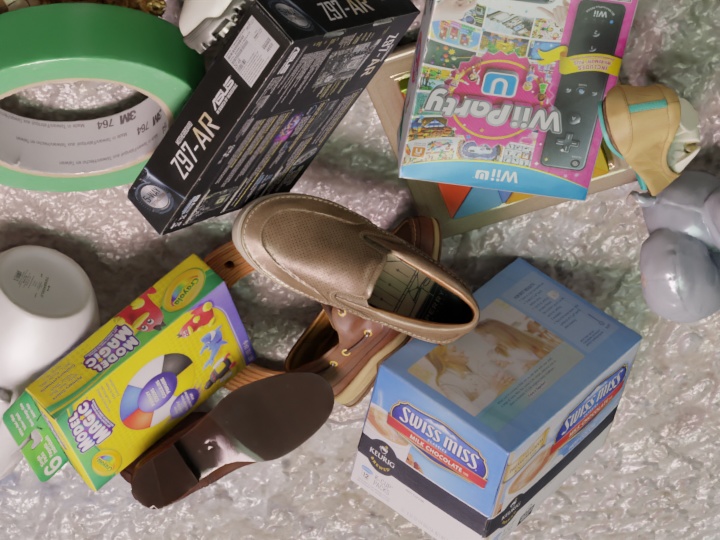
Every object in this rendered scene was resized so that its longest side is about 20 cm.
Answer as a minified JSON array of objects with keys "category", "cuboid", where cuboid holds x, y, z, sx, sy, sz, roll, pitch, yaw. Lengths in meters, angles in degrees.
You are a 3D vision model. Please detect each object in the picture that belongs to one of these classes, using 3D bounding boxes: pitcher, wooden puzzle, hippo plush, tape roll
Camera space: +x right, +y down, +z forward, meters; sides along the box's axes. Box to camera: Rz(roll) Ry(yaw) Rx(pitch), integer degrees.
[{"category":"pitcher","cuboid":[-0.285,0.093,1.772,0.121,0.172,0.200,19,130,-12]},{"category":"wooden puzzle","cuboid":[0.114,-0.111,1.705,0.184,0.037,0.200,-17,131,11]},{"category":"hippo plush","cuboid":[0.279,-0.037,1.699,0.160,0.201,0.159,-1,167,33]},{"category":"tape roll","cuboid":[-0.211,-0.123,1.616,0.200,0.048,0.201,-5,156,-2]}]

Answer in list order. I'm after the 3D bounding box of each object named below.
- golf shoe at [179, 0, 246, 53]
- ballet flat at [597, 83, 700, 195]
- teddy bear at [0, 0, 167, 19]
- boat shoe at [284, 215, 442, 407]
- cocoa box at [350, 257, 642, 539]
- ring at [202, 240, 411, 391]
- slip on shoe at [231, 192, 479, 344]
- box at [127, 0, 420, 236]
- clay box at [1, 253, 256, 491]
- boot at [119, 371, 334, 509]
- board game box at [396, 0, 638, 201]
[{"category":"golf shoe","cuboid":[-0.090,-0.249,1.512,0.088,0.077,0.201,23,94,-12]},{"category":"ballet flat","cuboid":[0.220,-0.096,1.620,0.063,0.069,0.200,-14,173,13]},{"category":"teddy bear","cuboid":[-0.192,-0.227,1.558,0.199,0.067,0.145,-15,129,9]},{"category":"boat shoe","cuboid":[0.002,0.032,1.778,0.067,0.072,0.200,16,131,-21]},{"category":"cocoa box","cuboid":[0.109,0.108,1.774,0.133,0.200,0.132,34,134,21]},{"category":"ring","cuboid":[-0.053,0.035,1.839,0.200,0.019,0.201,-2,133,-2]},{"category":"slip on shoe","cuboid":[0.000,0.000,1.674,0.200,0.061,0.076,29,86,-15]},{"category":"box","cuboid":[-0.063,-0.121,1.613,0.160,0.044,0.200,-22,156,-51]},{"category":"clay box","cuboid":[-0.181,0.090,1.754,0.200,0.048,0.115,-41,146,-15]},{"category":"boot","cuboid":[-0.116,0.133,1.847,0.186,0.200,0.064,-25,92,-6]},{"category":"board game box","cuboid":[0.114,-0.157,1.614,0.147,0.064,0.201,7,126,-6]}]
